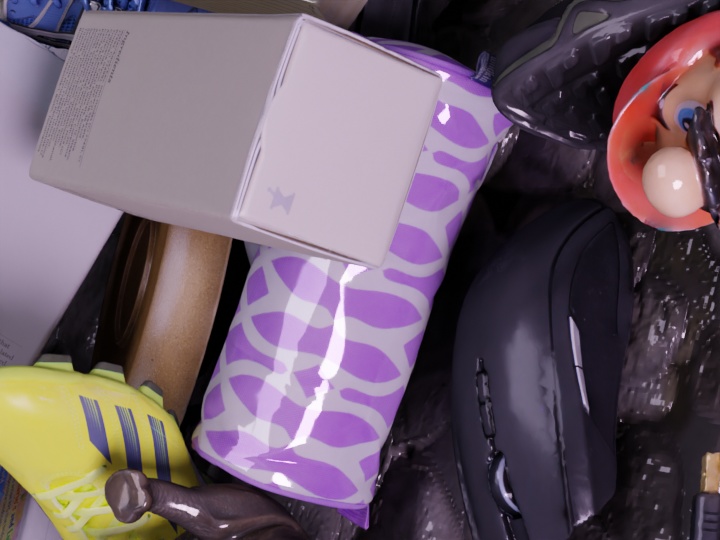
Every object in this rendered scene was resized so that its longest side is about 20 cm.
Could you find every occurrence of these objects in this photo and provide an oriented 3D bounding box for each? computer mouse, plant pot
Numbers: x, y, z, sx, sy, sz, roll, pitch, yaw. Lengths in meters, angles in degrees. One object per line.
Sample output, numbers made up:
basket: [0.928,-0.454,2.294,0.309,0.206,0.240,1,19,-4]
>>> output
computer mouse: [0.075,0.059,0.772,0.140,0.046,0.200,-14,62,54]
plant pot: [-0.096,0.007,1.014,0.200,0.027,0.200,-166,90,-75]

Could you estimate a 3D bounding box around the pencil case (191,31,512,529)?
pencil case: [0.000,0.000,0.879,0.084,0.085,0.200,27,96,50]

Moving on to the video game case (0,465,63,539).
video game case: [-0.197,0.169,1.007,0.182,0.024,0.200,-39,29,34]

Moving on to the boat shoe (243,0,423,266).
boat shoe: [-0.003,-0.079,0.945,0.068,0.072,0.200,4,82,31]

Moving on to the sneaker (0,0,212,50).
sneaker: [-0.121,-0.127,0.998,0.200,0.077,0.076,9,93,47]

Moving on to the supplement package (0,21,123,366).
supplement package: [-0.213,-0.006,1.015,0.200,0.152,0.151,-61,8,-20]

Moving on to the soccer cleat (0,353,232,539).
soccer cleat: [-0.098,0.100,0.885,0.065,0.200,0.084,-9,59,22]

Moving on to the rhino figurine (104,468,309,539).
rhino figurine: [-0.017,0.151,0.803,0.200,0.087,0.060,45,111,31]

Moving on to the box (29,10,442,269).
box: [-0.055,-0.056,0.849,0.200,0.068,0.082,15,86,59]

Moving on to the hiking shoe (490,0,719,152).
hiking shoe: [0.130,-0.116,0.772,0.200,0.076,0.101,-29,43,34]

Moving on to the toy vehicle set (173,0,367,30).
toy vehicle set: [-0.013,-0.193,0.936,0.124,0.027,0.200,20,65,32]

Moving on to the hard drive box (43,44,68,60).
hard drive box: [-0.108,-0.159,1.131,0.200,0.077,0.156,-35,46,43]

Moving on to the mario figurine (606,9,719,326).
mario figurine: [0.141,-0.024,0.665,0.200,0.106,0.124,24,97,56]
